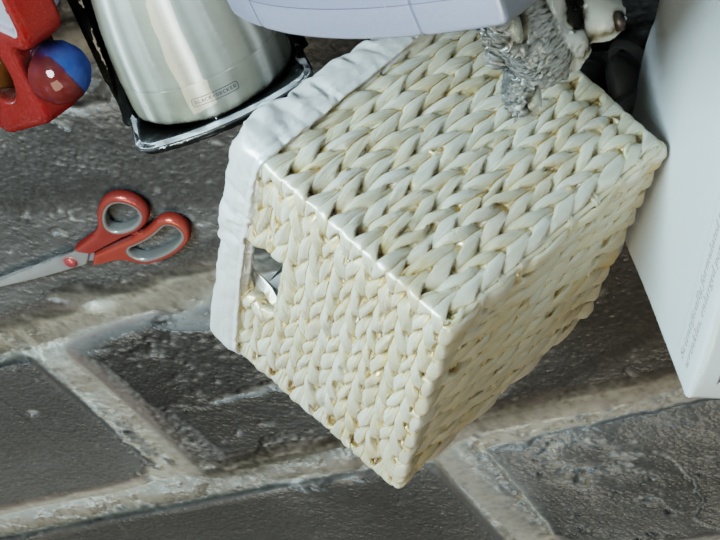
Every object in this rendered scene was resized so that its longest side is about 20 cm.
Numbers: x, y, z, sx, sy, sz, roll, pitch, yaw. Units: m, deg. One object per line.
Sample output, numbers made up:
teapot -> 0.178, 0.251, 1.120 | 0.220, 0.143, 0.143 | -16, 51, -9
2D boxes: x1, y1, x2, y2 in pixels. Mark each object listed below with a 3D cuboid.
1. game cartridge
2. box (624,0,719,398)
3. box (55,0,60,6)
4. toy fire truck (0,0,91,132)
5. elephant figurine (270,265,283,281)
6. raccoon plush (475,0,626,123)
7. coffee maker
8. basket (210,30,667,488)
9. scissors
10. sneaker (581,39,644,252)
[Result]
game cartridge -> 0.024, -0.154, 0.755 | 0.199, 0.133, 0.041 | 12, 136, 49
box -> 0.233, -0.064, 0.868 | 0.129, 0.201, 0.200 | 3, 125, -7
box -> -0.274, -0.209, 0.982 | 0.199, 0.040, 0.137 | 23, 140, -16
toy fire truck -> -0.216, -0.152, 0.859 | 0.167, 0.112, 0.201 | 28, 149, 41
elephant figurine -> 0.000, 0.000, 1.129 | 0.154, 0.142, 0.201 | -17, 144, -22
raccoon plush -> 0.057, -0.148, 0.854 | 0.199, 0.135, 0.097 | 3, 143, 46
coffee maker -> -0.126, -0.190, 0.878 | 0.192, 0.134, 0.201 | 26, 145, 52
basket -> 0.037, -0.019, 0.918 | 0.161, 0.200, 0.199 | 42, 150, 18
scissors -> -0.210, -0.007, 1.248 | 0.073, 0.014, 0.199 | 33, 136, -29
sneaker -> 0.142, -0.070, 1.039 | 0.114, 0.076, 0.200 | 31, 133, -24
